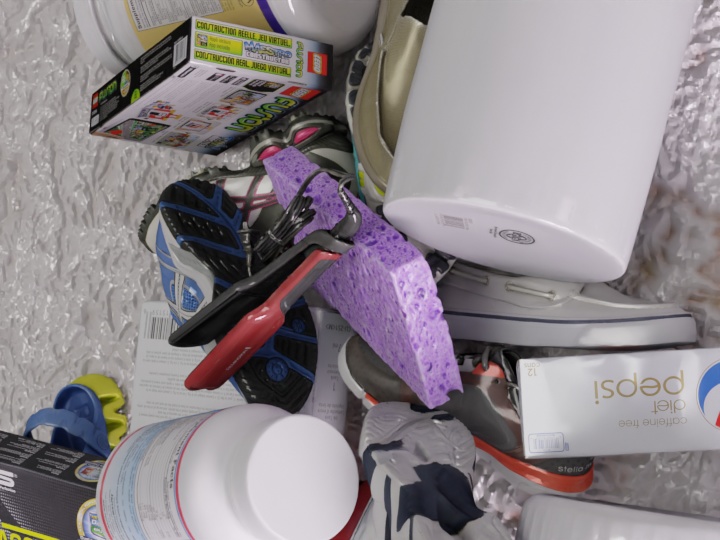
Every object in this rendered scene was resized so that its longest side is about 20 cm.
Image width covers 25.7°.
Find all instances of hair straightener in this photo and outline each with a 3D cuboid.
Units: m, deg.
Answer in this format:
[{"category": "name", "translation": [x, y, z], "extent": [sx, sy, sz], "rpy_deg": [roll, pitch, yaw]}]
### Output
[{"category": "hair straightener", "translation": [-0.066, -0.005, 1.036], "extent": [0.200, 0.041, 0.077], "rpy_deg": [-48, 56, 35]}]

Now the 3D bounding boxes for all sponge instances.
[{"category": "sponge", "translation": [0.000, 0.000, 1.071], "extent": [0.200, 0.030, 0.112], "rpy_deg": [44, 156, 53]}]

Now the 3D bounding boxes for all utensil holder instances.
[{"category": "utensil holder", "translation": [0.115, -0.110, 0.995], "extent": [0.170, 0.170, 0.200], "rpy_deg": [7, 77, 33]}]

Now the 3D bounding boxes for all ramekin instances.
[{"category": "ramekin", "translation": [0.182, 0.195, 0.956], "extent": [0.200, 0.200, 0.098], "rpy_deg": [4, 82, 33]}]

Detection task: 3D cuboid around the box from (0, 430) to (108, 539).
[{"category": "box", "translation": [-0.228, 0.216, 1.223], "extent": [0.200, 0.044, 0.160], "rpy_deg": [11, 117, 23]}]

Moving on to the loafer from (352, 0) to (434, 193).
[{"category": "loafer", "translation": [0.042, -0.140, 1.089], "extent": [0.068, 0.076, 0.200], "rpy_deg": [132, 146, -58]}]

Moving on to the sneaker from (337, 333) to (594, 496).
[{"category": "sneaker", "translation": [0.079, 0.077, 1.086], "extent": [0.200, 0.077, 0.082], "rpy_deg": [25, 122, 20]}]

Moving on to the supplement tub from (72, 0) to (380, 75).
[{"category": "supplement tub", "translation": [-0.101, -0.218, 1.181], "extent": [0.200, 0.145, 0.146], "rpy_deg": [-7, 84, 33]}]

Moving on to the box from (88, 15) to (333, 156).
[{"category": "box", "translation": [-0.114, -0.131, 1.158], "extent": [0.200, 0.110, 0.035], "rpy_deg": [-19, 67, 59]}]

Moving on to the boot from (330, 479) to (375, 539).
[{"category": "boot", "translation": [-0.024, 0.169, 1.164], "extent": [0.144, 0.072, 0.200], "rpy_deg": [37, 108, 32]}]

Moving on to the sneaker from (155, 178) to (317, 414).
[{"category": "sneaker", "translation": [-0.092, 0.029, 1.149], "extent": [0.200, 0.076, 0.077], "rpy_deg": [63, 147, 28]}]

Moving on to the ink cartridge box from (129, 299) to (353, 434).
[{"category": "ink cartridge box", "translation": [-0.097, 0.112, 1.200], "extent": [0.200, 0.044, 0.174], "rpy_deg": [1, 84, 42]}]

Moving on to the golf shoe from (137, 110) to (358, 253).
[{"category": "golf shoe", "translation": [-0.087, -0.044, 1.209], "extent": [0.200, 0.077, 0.088], "rpy_deg": [-27, 80, 29]}]

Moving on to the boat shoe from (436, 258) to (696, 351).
[{"category": "boat shoe", "translation": [0.134, 0.019, 1.067], "extent": [0.200, 0.072, 0.066], "rpy_deg": [3, 90, 44]}]

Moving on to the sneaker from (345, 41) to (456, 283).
[{"category": "sneaker", "translation": [0.019, -0.072, 1.138], "extent": [0.080, 0.077, 0.200], "rpy_deg": [132, 139, -63]}]

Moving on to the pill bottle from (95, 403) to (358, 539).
[{"category": "pill bottle", "translation": [-0.089, 0.147, 1.058], "extent": [0.200, 0.109, 0.109], "rpy_deg": [-17, 78, 54]}]

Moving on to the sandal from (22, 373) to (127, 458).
[{"category": "sandal", "translation": [-0.220, 0.182, 1.277], "extent": [0.079, 0.087, 0.200], "rpy_deg": [-31, 74, 27]}]

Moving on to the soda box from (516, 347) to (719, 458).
[{"category": "soda box", "translation": [0.200, 0.080, 0.982], "extent": [0.200, 0.068, 0.064], "rpy_deg": [-3, 86, 11]}]

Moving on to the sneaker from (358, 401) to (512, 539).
[{"category": "sneaker", "translation": [0.035, 0.179, 1.002], "extent": [0.199, 0.079, 0.130], "rpy_deg": [-124, 43, -56]}]
